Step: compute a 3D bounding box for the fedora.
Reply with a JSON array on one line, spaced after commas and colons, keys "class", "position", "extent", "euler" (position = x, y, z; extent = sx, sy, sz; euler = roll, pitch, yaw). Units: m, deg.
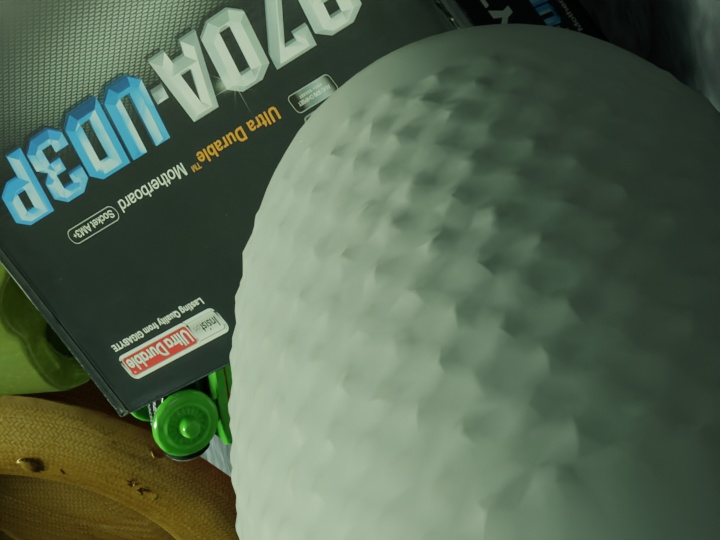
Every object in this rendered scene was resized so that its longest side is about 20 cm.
[{"class": "fedora", "position": [-0.113, 0.088, 0.981], "extent": [0.201, 0.199, 0.082], "euler": [92, -177, -48]}]

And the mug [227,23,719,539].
[{"class": "mug", "position": [0.045, 0.055, 0.575], "extent": [0.200, 0.147, 0.176], "euler": [85, 171, -50]}]

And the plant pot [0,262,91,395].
[{"class": "plant pot", "position": [-0.175, -0.030, 0.857], "extent": [0.200, 0.189, 0.201], "euler": [4, -90, -74]}]

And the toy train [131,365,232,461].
[{"class": "toy train", "position": [-0.056, -0.033, 0.807], "extent": [0.042, 0.056, 0.201], "euler": [-140, 38, -57]}]

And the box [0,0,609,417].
[{"class": "box", "position": [-0.044, -0.061, 0.699], "extent": [0.200, 0.046, 0.159], "euler": [-26, 105, 44]}]
